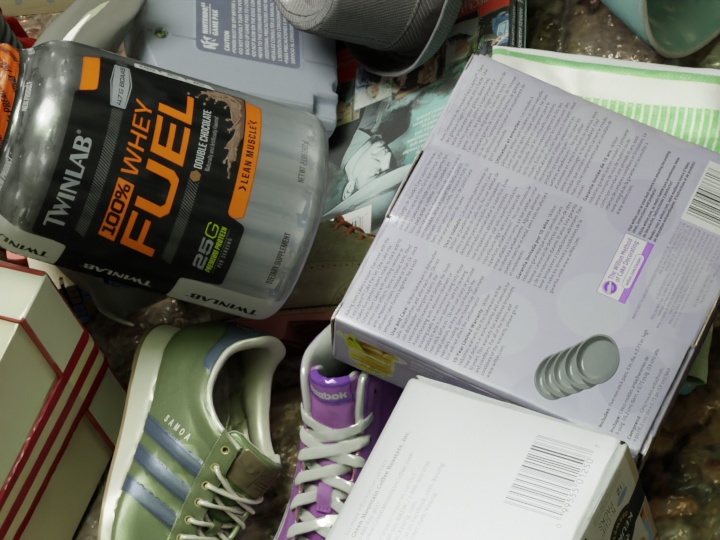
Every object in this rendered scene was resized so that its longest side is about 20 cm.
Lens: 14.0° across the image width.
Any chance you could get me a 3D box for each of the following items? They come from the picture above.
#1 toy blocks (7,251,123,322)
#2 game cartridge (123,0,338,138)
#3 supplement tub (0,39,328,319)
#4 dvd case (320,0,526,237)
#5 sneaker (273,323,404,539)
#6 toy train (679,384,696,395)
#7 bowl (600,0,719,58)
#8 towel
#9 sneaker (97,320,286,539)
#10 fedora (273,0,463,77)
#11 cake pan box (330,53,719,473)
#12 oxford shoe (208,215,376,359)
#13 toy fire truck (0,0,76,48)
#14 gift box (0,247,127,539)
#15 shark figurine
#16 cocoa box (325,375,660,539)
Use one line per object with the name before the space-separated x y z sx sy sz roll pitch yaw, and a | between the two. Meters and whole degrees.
toy blocks | -0.181 -0.031 1.795 0.199 0.100 0.137 -15 65 -2
game cartridge | -0.083 -0.166 1.828 0.133 0.041 0.200 14 43 -16
supplement tub | -0.127 -0.054 1.627 0.200 0.123 0.123 15 55 -14
dvd case | 0.036 -0.101 1.774 0.146 0.022 0.200 -22 47 31
sneaker | -0.019 0.113 1.615 0.072 0.114 0.201 4 59 20
toy train | 0.133 -0.017 1.690 0.200 0.056 0.150 32 71 33
bowl | 0.177 -0.236 1.731 0.105 0.201 0.201 26 67 24
towel | 0.129 -0.035 1.650 0.152 0.023 0.200 7 60 7
sneaker | -0.088 0.119 1.639 0.090 0.067 0.201 -7 63 31
fedora | -0.005 -0.216 1.752 0.177 0.090 0.201 -4 85 62
cake pan box | 0.106 -0.006 1.593 0.184 0.052 0.200 23 64 9
oxford shoe | 0.000 0.000 1.696 0.199 0.070 0.075 -11 75 16
toy fire truck | -0.226 -0.154 1.821 0.200 0.176 0.129 28 68 41
gift box | -0.260 0.075 1.681 0.200 0.185 0.187 16 64 21
shark figurine | -0.182 -0.066 1.717 0.128 0.089 0.215 -7 81 13
cocoa box | 0.054 0.183 1.527 0.133 0.131 0.200 15 62 27
